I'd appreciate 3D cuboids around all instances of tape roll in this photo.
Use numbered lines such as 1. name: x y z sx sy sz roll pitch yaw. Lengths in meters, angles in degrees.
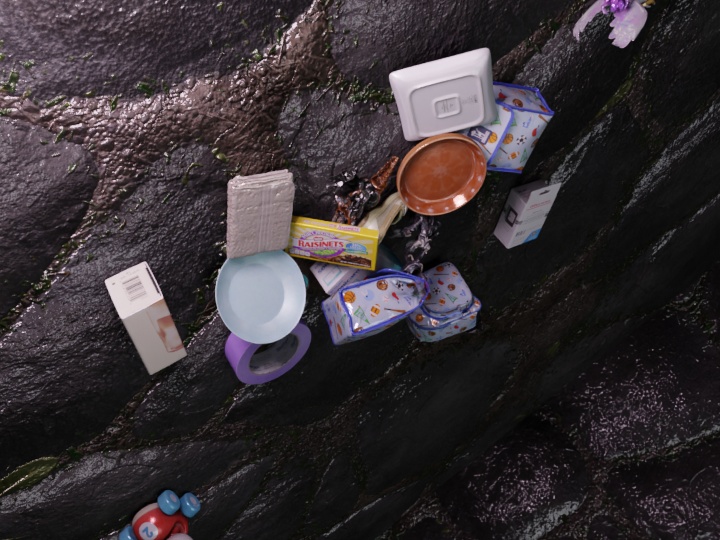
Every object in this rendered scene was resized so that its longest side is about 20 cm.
1. tape roll: -0.214 0.173 1.821 0.197 0.066 0.202 -26 145 -20

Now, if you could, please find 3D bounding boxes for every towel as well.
1. towel: -0.196 -0.107 1.511 0.130 0.035 0.202 -11 139 -23

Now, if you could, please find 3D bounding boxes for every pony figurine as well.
1. pony figurine: 0.528 -0.571 1.599 0.193 0.166 0.200 -45 133 -3

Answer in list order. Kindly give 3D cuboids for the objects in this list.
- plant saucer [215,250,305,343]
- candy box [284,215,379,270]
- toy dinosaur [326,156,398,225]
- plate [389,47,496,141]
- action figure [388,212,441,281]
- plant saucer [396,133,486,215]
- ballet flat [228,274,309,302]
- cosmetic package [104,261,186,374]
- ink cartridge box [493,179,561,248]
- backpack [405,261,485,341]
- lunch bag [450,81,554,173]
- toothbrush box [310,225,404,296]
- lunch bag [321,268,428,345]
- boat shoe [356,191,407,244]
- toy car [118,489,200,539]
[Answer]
1. plant saucer: -0.209 0.048 1.610 0.198 0.205 0.038 -19 -176 -29
2. candy box: -0.061 -0.057 1.615 0.196 0.027 0.103 10 137 4
3. toy dinosaur: -0.002 -0.161 1.627 0.203 0.101 0.135 -65 159 8
4. plate: 0.169 -0.333 1.539 0.196 0.033 0.201 -13 147 7
5. action figure: 0.124 -0.074 1.813 0.101 0.204 0.118 -8 151 38
6. plant saucer: 0.171 -0.206 1.661 0.196 0.033 0.203 -9 134 -10
7. ballet flat: -0.210 0.045 1.678 0.197 0.069 0.075 -9 155 -29
8. cosmetic package: -0.407 0.094 1.493 0.086 0.104 0.202 -26 147 -17
9. ink cartridge box: 0.441 -0.165 2.066 0.114 0.067 0.202 -18 143 -29
10. backpack: 0.203 0.088 2.037 0.188 0.201 0.155 -28 142 -4
11. lunch bag: 0.292 -0.310 1.692 0.196 0.125 0.172 4 131 -27
12. toothbrush box: 0.000 0.000 1.806 0.146 0.086 0.199 -44 147 10
13. lunch bag: 0.034 0.070 1.681 0.196 0.126 0.170 -16 175 -18
14. boat shoe: 0.060 -0.113 1.690 0.073 0.063 0.200 -50 173 33
15. toy car: -0.507 0.729 2.085 0.184 0.201 0.177 -43 148 7
